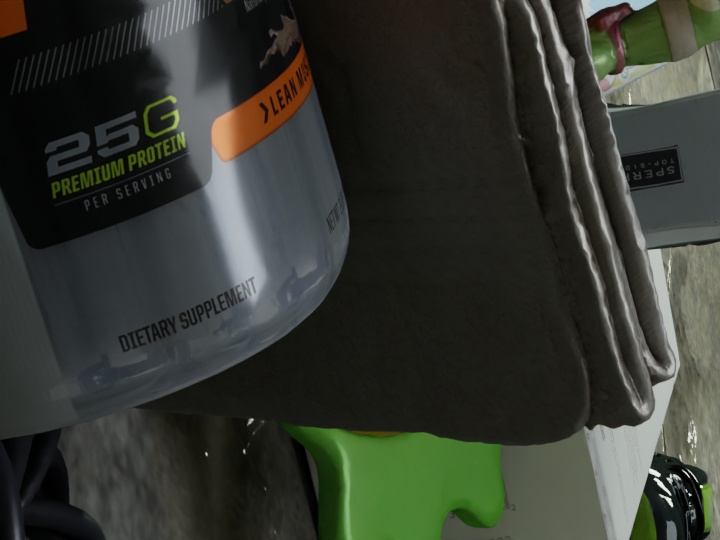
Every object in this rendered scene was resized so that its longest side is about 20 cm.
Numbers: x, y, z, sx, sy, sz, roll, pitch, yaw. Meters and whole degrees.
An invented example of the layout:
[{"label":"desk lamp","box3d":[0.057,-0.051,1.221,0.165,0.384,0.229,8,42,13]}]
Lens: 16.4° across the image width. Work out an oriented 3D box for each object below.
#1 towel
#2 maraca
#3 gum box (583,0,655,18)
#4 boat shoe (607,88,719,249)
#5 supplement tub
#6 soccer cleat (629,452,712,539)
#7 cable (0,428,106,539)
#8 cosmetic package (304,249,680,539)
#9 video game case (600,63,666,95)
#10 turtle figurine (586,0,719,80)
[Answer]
[{"label":"towel","box3d":[-0.016,-0.025,0.617,0.034,0.199,0.134,-33,115,-41]},{"label":"maraca","box3d":[0.000,0.000,0.773,0.137,0.106,0.201,-35,112,-46]},{"label":"gum box","box3d":[0.048,-0.162,1.000,0.199,0.044,0.171,-24,102,-48]},{"label":"boat shoe","box3d":[0.079,-0.030,0.917,0.057,0.198,0.069,46,41,-80]},{"label":"supplement tub","box3d":[-0.082,-0.077,0.531,0.123,0.122,0.201,-62,139,-64]},{"label":"soccer cleat","box3d":[0.113,0.097,1.031,0.200,0.080,0.068,178,-89,-82]},{"label":"cable","box3d":[-0.073,0.125,0.570,0.163,0.050,0.201,57,28,-53]},{"label":"cosmetic package","box3d":[0.054,0.040,0.943,0.200,0.107,0.086,-51,130,-67]},{"label":"video game case","box3d":[0.053,-0.159,1.054,0.182,0.023,0.202,-28,105,-47]},{"label":"turtle figurine","box3d":[0.075,-0.141,0.854,0.201,0.143,0.195,112,-25,-43]}]
